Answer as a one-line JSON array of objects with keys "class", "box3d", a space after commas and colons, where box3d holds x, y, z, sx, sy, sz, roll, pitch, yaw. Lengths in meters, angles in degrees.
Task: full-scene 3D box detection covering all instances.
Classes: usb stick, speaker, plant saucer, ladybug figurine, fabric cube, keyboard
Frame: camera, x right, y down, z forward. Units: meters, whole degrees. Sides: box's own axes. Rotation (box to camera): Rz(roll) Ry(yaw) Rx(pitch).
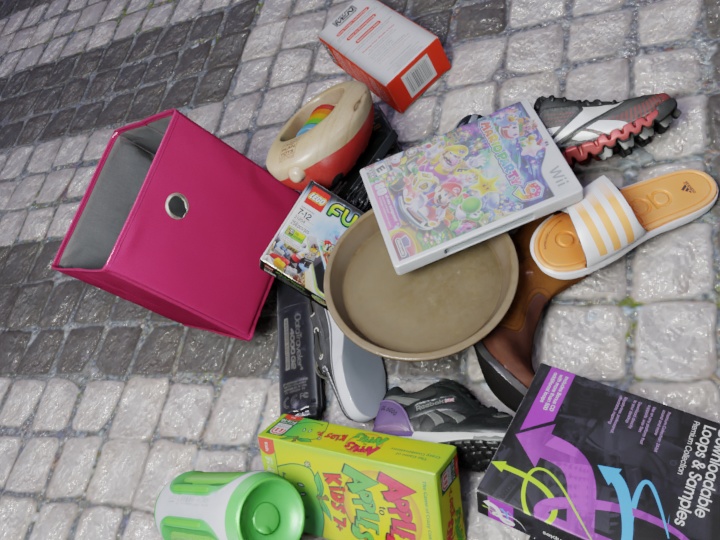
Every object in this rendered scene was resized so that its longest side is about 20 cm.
[{"class": "usb stick", "box3d": [-0.074, 0.087, 0.862, 0.055, 0.033, 0.203, -16, 53, 13]}, {"class": "speaker", "box3d": [-0.136, 0.243, 0.718, 0.199, 0.088, 0.090, -20, 46, 51]}, {"class": "plant saucer", "box3d": [0.060, 0.007, 0.727, 0.196, 0.030, 0.203, -7, 53, 9]}, {"class": "ladybug figurine", "box3d": [-0.042, -0.158, 0.875, 0.134, 0.072, 0.201, -15, 32, 34]}, {"class": "fabric cube", "box3d": [-0.221, -0.048, 0.883, 0.198, 0.198, 0.199, 2, 67, 51]}, {"class": "keyboard", "box3d": [-0.016, -0.084, 0.881, 0.201, 0.040, 0.104, -56, 27, -10]}]

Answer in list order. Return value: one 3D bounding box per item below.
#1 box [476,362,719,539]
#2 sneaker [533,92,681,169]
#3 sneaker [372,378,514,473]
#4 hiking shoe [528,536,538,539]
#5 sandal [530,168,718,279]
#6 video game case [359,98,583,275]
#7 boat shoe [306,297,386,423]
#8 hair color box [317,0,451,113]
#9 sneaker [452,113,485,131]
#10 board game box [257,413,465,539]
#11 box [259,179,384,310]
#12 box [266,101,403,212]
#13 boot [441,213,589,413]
[{"class": "box", "box3d": [0.209, 0.163, 0.563, 0.197, 0.036, 0.143, 17, 49, 28]}, {"class": "sneaker", "box3d": [0.242, -0.159, 0.790, 0.198, 0.071, 0.100, -22, 81, 19]}, {"class": "sneaker", "box3d": [0.100, 0.142, 0.696, 0.197, 0.076, 0.089, -6, 51, 28]}, {"class": "hiking shoe", "box3d": [0.174, 0.224, 0.604, 0.197, 0.076, 0.101, -26, 43, 1]}, {"class": "sandal", "box3d": [0.260, -0.065, 0.712, 0.204, 0.060, 0.080, -25, 53, -4]}, {"class": "video game case", "box3d": [0.108, -0.090, 0.744, 0.197, 0.018, 0.145, -22, 52, 4]}, {"class": "boat shoe", "box3d": [-0.026, 0.088, 0.815, 0.066, 0.069, 0.202, -40, 49, 31]}, {"class": "hair color box", "box3d": [0.031, -0.320, 1.047, 0.101, 0.061, 0.200, -42, 49, 0]}, {"class": "sneaker", "box3d": [0.104, -0.084, 0.860, 0.074, 0.088, 0.202, 28, 94, -1]}, {"class": "board game box", "box3d": [-0.002, 0.208, 0.689, 0.197, 0.104, 0.047, 3, 19, 33]}, {"class": "box", "box3d": [0.000, 0.000, 0.792, 0.198, 0.035, 0.111, 31, 73, 0]}, {"class": "box", "box3d": [-0.032, -0.113, 0.955, 0.198, 0.050, 0.159, -30, 49, 11]}, {"class": "boot", "box3d": [0.191, 0.035, 0.733, 0.199, 0.069, 0.188, -34, 48, -10]}]
